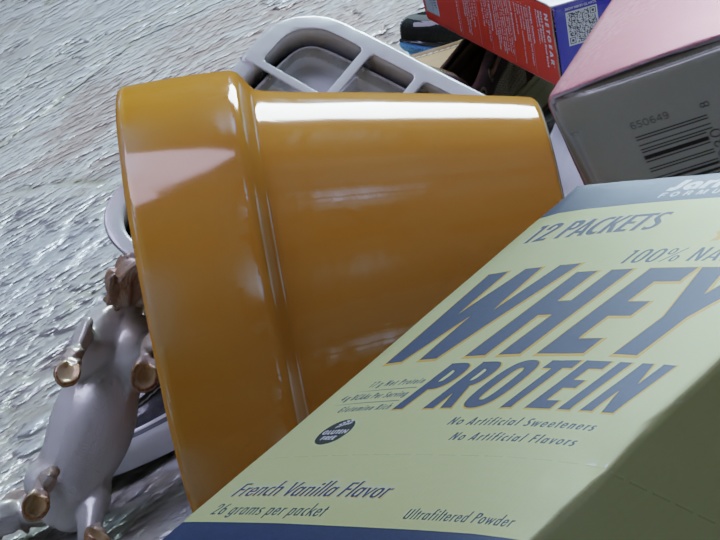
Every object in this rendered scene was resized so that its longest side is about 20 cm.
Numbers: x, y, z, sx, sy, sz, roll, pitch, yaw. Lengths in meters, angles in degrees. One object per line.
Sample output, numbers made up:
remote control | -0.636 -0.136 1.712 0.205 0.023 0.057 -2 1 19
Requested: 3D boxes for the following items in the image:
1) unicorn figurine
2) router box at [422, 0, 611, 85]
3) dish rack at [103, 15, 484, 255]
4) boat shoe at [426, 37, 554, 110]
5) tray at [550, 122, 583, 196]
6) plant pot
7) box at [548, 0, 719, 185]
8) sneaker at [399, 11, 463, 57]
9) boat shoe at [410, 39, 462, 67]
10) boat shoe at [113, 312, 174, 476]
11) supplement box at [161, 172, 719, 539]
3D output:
unicorn figurine | -0.139 0.083 1.256 0.200 0.074 0.137 -54 10 3
router box | 0.159 -0.172 1.507 0.200 0.049 0.179 -18 24 -18
dish rack | -0.018 -0.033 1.359 0.172 0.044 0.200 29 53 16
boat shoe | 0.038 -0.085 1.510 0.072 0.072 0.200 -7 27 47
tray | 0.140 -0.056 1.371 0.107 0.022 0.200 -19 20 22
plant pot | 0.000 0.000 1.178 0.183 0.200 0.200 -11 18 -1
box | 0.180 -0.080 1.210 0.109 0.128 0.200 -18 19 28
sneaker | 0.109 -0.195 1.696 0.199 0.083 0.071 -29 18 -6
boat shoe | -0.013 -0.107 1.649 0.200 0.066 0.074 -22 19 16
boat shoe | -0.080 0.032 1.364 0.200 0.066 0.070 -34 20 -22
supplement box | 0.086 0.105 0.718 0.134 0.200 0.200 -3 28 49
